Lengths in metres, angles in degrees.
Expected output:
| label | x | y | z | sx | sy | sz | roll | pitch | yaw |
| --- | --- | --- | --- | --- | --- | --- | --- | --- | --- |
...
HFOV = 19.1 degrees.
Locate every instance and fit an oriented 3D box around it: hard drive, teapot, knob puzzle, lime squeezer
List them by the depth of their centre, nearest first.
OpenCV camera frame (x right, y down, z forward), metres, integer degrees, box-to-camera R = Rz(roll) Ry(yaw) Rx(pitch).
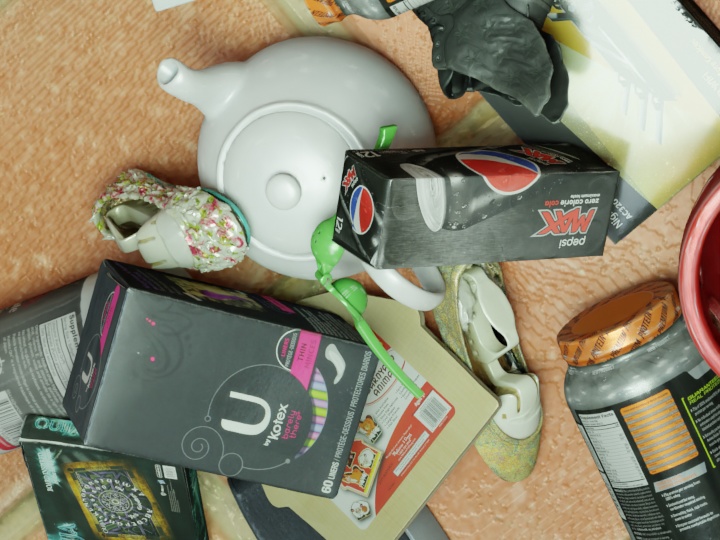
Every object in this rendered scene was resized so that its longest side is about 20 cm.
| label | x | y | z | sx | sy | sz | roll | pitch | yaw |
| --- | --- | --- | --- | --- | --- | --- | --- | --- | --- |
| lime squeezer | 0.000 | 0.000 | 1.526 | 0.070 | 0.038 | 0.202 | -15 | 106 | -29 |
| teapot | -0.037 | -0.072 | 1.594 | 0.198 | 0.146 | 0.199 | 0 | 107 | 11 |
| knob puzzle | -0.009 | 0.104 | 1.667 | 0.218 | 0.030 | 0.222 | 0 | 90 | 25 |
| hard drive | -0.009 | 0.221 | 1.733 | 0.135 | 0.042 | 0.201 | -34 | 97 | 19 |

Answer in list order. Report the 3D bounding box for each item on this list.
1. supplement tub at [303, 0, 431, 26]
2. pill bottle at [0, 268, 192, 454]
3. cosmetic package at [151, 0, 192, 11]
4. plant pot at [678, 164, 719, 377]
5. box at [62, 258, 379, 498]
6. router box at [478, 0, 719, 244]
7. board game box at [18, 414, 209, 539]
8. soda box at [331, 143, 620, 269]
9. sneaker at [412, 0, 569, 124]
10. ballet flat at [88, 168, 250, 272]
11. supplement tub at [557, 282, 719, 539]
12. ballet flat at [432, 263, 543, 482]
| label | x | y | z | sx | sy | sz | roll | pitch | yaw |
| --- | --- | --- | --- | --- | --- | --- | --- | --- | --- |
| supplement tub | 0.046 | -0.249 | 1.459 | 0.199 | 0.123 | 0.123 | -21 | 102 | 9 |
| pill bottle | -0.222 | 0.066 | 1.695 | 0.199 | 0.111 | 0.111 | -20 | 102 | 17 |
| cosmetic package | -0.131 | -0.305 | 1.582 | 0.101 | 0.071 | 0.201 | -15 | 103 | 16 |
| plant pot | 0.329 | -0.016 | 1.511 | 0.199 | 0.183 | 0.202 | 4 | 108 | 12 |
| box | -0.104 | 0.079 | 1.579 | 0.199 | 0.106 | 0.123 | 14 | 98 | -19 |
| router box | 0.182 | -0.146 | 1.573 | 0.157 | 0.052 | 0.200 | -42 | 94 | 21 |
| board game box | -0.192 | 0.191 | 1.716 | 0.134 | 0.028 | 0.201 | 8 | 141 | 9 |
| soda box | 0.082 | -0.047 | 1.503 | 0.199 | 0.063 | 0.071 | -4 | 114 | -32 |
| sneaker | 0.069 | -0.173 | 1.527 | 0.199 | 0.060 | 0.105 | 16 | 85 | 33 |
| ballet flat | -0.148 | -0.030 | 1.615 | 0.064 | 0.200 | 0.076 | -32 | 111 | -20 |
| supplement tub | 0.231 | 0.119 | 1.599 | 0.122 | 0.123 | 0.201 | -22 | 101 | 18 |
| ballet flat | 0.104 | 0.071 | 1.644 | 0.070 | 0.071 | 0.201 | -17 | 100 | 17 |
